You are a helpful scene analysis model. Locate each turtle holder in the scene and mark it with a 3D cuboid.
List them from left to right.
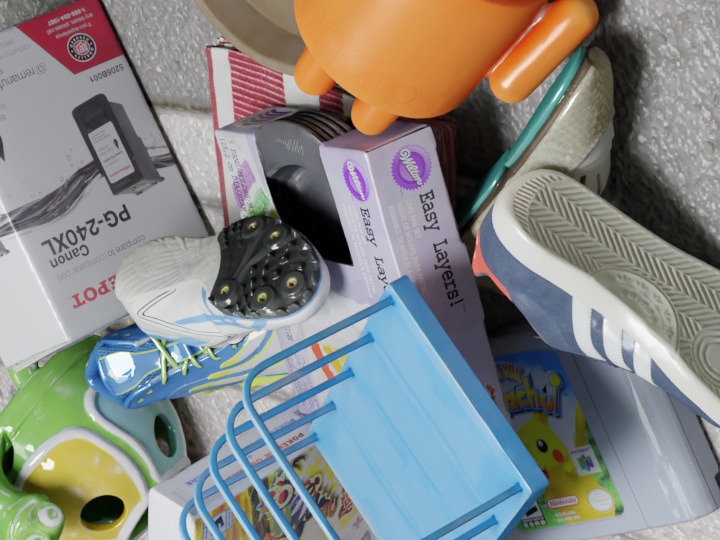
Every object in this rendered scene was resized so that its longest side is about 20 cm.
[{"bbox_3d":[-0.192,0.121,1.764,0.132,0.141,0.186,36,179,7],"label":"turtle holder"}]

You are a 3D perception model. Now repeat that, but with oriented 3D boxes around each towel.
[{"bbox_3d":[-0.015,-0.054,1.588,0.200,0.023,0.144,24,130,38],"label":"towel"}]

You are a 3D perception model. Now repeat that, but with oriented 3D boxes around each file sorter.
[{"bbox_3d":[-0.008,0.126,1.448,0.139,0.123,0.200,55,153,16],"label":"file sorter"}]

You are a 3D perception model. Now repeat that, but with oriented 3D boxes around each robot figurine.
[{"bbox_3d":[0.042,-0.160,1.383,0.200,0.117,0.144,-51,61,39],"label":"robot figurine"}]

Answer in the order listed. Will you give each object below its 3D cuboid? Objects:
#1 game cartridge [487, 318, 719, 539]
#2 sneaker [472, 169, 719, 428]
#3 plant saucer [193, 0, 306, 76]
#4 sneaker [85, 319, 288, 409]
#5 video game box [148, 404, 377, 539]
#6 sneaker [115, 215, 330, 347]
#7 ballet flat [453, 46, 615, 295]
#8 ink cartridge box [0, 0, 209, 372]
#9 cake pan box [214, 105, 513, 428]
[{"bbox_3d":[0.112,0.093,1.529,0.200,0.040,0.133,-18,95,50],"label":"game cartridge"},{"bbox_3d":[0.146,0.029,1.408,0.200,0.075,0.085,40,146,0],"label":"sneaker"},{"bbox_3d":[-0.045,-0.210,1.520,0.200,0.029,0.200,24,128,36],"label":"plant saucer"},{"bbox_3d":[-0.103,0.056,1.679,0.200,0.105,0.076,-15,101,50],"label":"sneaker"},{"bbox_3d":[-0.057,0.185,1.647,0.047,0.182,0.200,27,130,30],"label":"video game box"},{"bbox_3d":[-0.073,0.013,1.553,0.072,0.072,0.200,39,159,-28],"label":"sneaker"},{"bbox_3d":[0.105,-0.052,1.442,0.062,0.067,0.200,32,143,-4],"label":"ballet flat"},{"bbox_3d":[-0.198,-0.056,1.682,0.083,0.145,0.200,-22,95,48],"label":"ink cartridge box"},{"bbox_3d":[0.000,0.000,1.520,0.184,0.052,0.200,13,123,57],"label":"cake pan box"}]
